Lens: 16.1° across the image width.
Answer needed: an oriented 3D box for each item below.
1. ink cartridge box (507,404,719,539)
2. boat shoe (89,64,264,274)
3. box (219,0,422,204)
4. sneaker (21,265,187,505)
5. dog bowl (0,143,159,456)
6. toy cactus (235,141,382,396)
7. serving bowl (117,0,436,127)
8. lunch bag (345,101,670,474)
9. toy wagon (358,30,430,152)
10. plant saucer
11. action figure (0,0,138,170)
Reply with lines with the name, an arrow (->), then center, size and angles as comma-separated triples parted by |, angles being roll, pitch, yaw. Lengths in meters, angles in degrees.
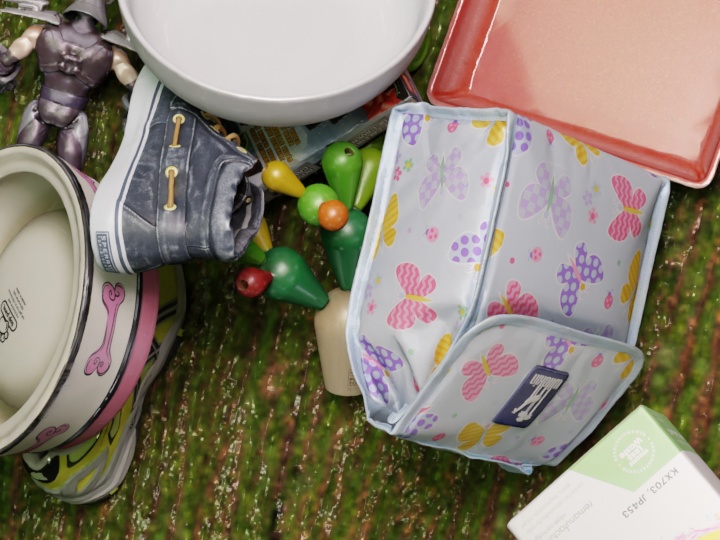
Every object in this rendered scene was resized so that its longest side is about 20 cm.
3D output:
ink cartridge box -> 0.198, 0.195, 1.542 | 0.117, 0.067, 0.200 | -42, 71, 7
boat shoe -> -0.098, -0.066, 1.565 | 0.090, 0.071, 0.201 | -1, 39, 12
box -> -0.060, -0.159, 1.664 | 0.136, 0.040, 0.201 | -29, 73, 12
sneaker -> -0.169, 0.055, 1.685 | 0.075, 0.076, 0.202 | 9, 82, 21
dog bowl -> -0.205, 0.025, 1.610 | 0.199, 0.073, 0.202 | -17, 67, 44
toy cactus -> 0.000, 0.000, 1.620 | 0.102, 0.199, 0.166 | 29, 125, 53
serving bowl -> -0.053, -0.162, 1.581 | 0.198, 0.066, 0.201 | 2, 54, -3
lunch bag -> 0.089, 0.016, 1.547 | 0.127, 0.169, 0.202 | 10, 84, 44
toy wagon -> -0.029, -0.163, 1.697 | 0.154, 0.040, 0.201 | 24, 88, 20
plant saucer -> 0.166, -0.170, 1.635 | 0.199, 0.037, 0.201 | 19, 87, 20
action figure -> -0.205, -0.103, 1.721 | 0.129, 0.069, 0.202 | 17, 93, 9
